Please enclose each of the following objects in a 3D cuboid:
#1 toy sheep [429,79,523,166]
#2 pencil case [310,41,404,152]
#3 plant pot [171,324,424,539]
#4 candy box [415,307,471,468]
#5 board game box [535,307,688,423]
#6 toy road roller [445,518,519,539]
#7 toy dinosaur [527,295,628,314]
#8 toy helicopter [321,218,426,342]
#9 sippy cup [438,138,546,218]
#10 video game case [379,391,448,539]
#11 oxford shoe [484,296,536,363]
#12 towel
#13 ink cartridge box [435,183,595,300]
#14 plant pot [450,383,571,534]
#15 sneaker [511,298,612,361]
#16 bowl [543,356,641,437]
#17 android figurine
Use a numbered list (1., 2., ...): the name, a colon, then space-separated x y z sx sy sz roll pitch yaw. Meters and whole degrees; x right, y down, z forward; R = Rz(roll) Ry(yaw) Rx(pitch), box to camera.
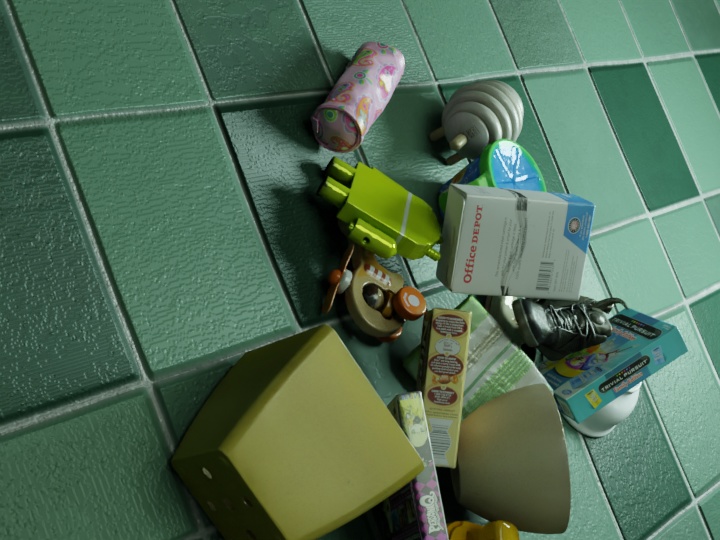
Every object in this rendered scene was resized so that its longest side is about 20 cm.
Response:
1. toy sheep: 0.188 -0.233 1.786 0.138 0.138 0.200 52 43 -13
2. pencil case: -0.003 -0.256 1.646 0.087 0.087 0.200 46 44 -19
3. plant pot: -0.088 0.205 1.260 0.176 0.200 0.200 -39 100 -36
4. candy box: 0.103 0.153 1.477 0.055 0.115 0.201 7 85 -2
5. board game box: 0.365 0.138 1.693 0.200 0.151 0.047 -32 106 -9
6. toy road roller: 0.166 0.385 1.449 0.200 0.146 0.123 22 56 -37
7. toy dinosaur: 0.328 0.062 1.759 0.102 0.200 0.077 -3 106 -36
8. toy helicopter: 0.000 0.000 1.544 0.132 0.079 0.201 5 56 -34
9. sippy cup: 0.195 -0.115 1.736 0.178 0.130 0.140 30 50 -32
10. video game case: 0.054 0.257 1.373 0.036 0.200 0.182 -6 72 -12
11. oxford shoe: 0.236 0.103 1.712 0.071 0.074 0.201 18 59 -39
12. towel: 0.168 0.153 1.606 0.149 0.031 0.200 -44 104 -12
13. ink cartridge box: 0.220 -0.041 1.619 0.199 0.084 0.145 4 104 -15
14. plant pot: 0.191 0.258 1.511 0.134 0.200 0.201 -5 70 -5
15. sneaker: 0.293 0.073 1.641 0.199 0.114 0.077 33 39 -54
16. bowl: 0.394 0.162 1.831 0.201 0.090 0.202 23 55 -37
17. android figurine: 0.033 -0.081 1.579 0.200 0.041 0.182 31 31 -13
